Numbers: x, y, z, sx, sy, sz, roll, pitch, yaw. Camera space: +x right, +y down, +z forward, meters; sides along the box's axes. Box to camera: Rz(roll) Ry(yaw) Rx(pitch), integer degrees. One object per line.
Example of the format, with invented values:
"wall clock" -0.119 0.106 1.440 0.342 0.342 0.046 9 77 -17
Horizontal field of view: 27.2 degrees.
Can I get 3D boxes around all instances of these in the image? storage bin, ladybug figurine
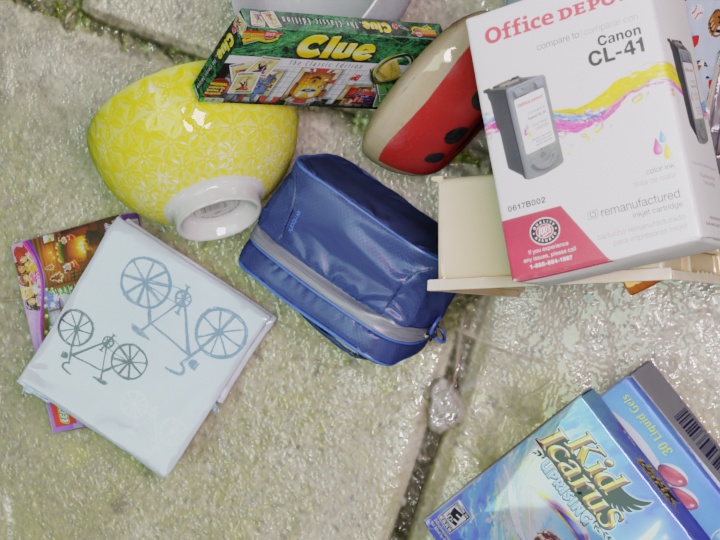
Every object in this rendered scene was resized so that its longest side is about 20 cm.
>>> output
"storage bin" 0.186 -0.030 1.217 0.199 0.198 0.094 -4 85 29
"ladybug figurine" 0.073 -0.146 1.291 0.072 0.136 0.200 46 147 6

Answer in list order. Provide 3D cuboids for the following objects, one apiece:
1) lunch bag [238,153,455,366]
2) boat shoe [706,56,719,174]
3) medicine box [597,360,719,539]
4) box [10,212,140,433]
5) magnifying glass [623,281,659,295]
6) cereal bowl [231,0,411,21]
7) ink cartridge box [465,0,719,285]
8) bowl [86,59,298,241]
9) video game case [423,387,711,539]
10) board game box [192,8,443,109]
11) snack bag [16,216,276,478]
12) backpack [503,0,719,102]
"lunch bag" 0.000 0.000 1.345 0.200 0.136 0.133 36 107 15
"boat shoe" 0.301 -0.173 1.247 0.064 0.072 0.201 16 93 0
"medicine box" 0.224 0.213 1.286 0.200 0.103 0.182 -42 78 19
"box" -0.269 0.054 1.512 0.136 0.039 0.201 -14 89 23
"magnifying glass" 0.313 -0.035 1.273 0.199 0.022 0.080 -30 79 24
"cereal bowl" -0.020 -0.275 1.346 0.199 0.083 0.201 -10 72 34
"ink cartridge box" 0.169 -0.100 1.069 0.147 0.085 0.201 -15 82 28
"bowl" -0.141 -0.092 1.349 0.199 0.200 0.108 -26 66 22
"video game case" 0.180 0.231 1.225 0.181 0.045 0.200 -42 78 19
"board game box" -0.034 -0.178 1.273 0.105 0.199 0.024 -51 51 45
"snack bag" -0.210 0.079 1.459 0.188 0.021 0.201 32 91 4
"backpack" 0.203 -0.179 1.198 0.200 0.153 0.192 21 109 58
